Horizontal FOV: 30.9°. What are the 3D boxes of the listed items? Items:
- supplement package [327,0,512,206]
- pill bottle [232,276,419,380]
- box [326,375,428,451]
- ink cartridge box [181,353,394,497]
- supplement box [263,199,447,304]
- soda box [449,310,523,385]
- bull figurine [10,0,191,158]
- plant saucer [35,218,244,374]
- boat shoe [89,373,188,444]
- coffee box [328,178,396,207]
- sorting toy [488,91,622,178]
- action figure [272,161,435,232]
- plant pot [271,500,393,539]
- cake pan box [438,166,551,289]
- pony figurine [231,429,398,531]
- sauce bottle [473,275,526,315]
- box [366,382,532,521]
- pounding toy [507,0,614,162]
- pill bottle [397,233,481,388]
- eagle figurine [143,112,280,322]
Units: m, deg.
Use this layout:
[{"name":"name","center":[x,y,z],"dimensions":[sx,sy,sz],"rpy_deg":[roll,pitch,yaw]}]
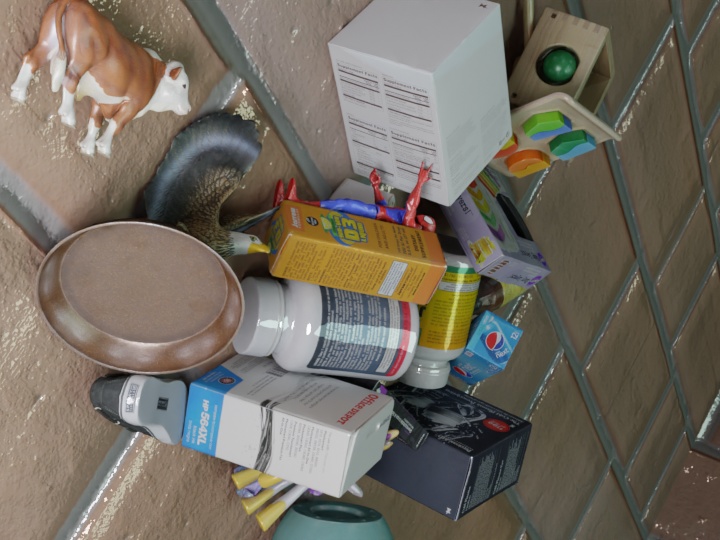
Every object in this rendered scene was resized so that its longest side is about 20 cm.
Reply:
[{"name":"supplement package","center":[0.077,-0.217,1.576],"dimensions":[0.152,0.150,0.200],"rpy_deg":[-48,144,-31]},{"name":"pill bottle","center":[-0.043,0.062,1.522],"dimensions":[0.199,0.120,0.120],"rpy_deg":[8,103,-26]},{"name":"box","center":[-0.003,0.159,1.685],"dimensions":[0.036,0.143,0.200],"rpy_deg":[-54,148,-11]},{"name":"ink cartridge box","center":[-0.081,0.172,1.486],"dimensions":[0.146,0.199,0.085],"rpy_deg":[-28,132,-66]},{"name":"supplement box","center":[-0.006,-0.020,1.490],"dimensions":[0.199,0.067,0.069],"rpy_deg":[9,129,-21]},{"name":"soda box","center":[0.174,0.117,1.931],"dimensions":[0.068,0.064,0.200],"rpy_deg":[-61,-177,-14]},{"name":"bull figurine","center":[-0.232,-0.172,1.188],"dimensions":[0.200,0.065,0.122],"rpy_deg":[40,70,-58]},{"name":"plant saucer","center":[-0.211,0.020,1.256],"dimensions":[0.035,0.199,0.201],"rpy_deg":[-89,171,-47]},{"name":"boat shoe","center":[-0.231,0.141,1.388],"dimensions":[0.200,0.056,0.069],"rpy_deg":[62,37,-73]},{"name":"coffee box","center":[0.000,0.000,1.655],"dimensions":[0.114,0.080,0.200],"rpy_deg":[-49,144,-30]},{"name":"sorting toy","center":[0.241,-0.180,1.811],"dimensions":[0.185,0.199,0.037],"rpy_deg":[21,59,-53]},{"name":"action figure","center":[0.006,-0.095,1.530],"dimensions":[0.199,0.065,0.099],"rpy_deg":[16,87,-24]},{"name":"plant pot","center":[-0.039,0.399,1.739],"dimensions":[0.200,0.200,0.162],"rpy_deg":[2,94,-58]},{"name":"cake pan box","center":[0.175,-0.070,1.806],"dimensions":[0.052,0.185,0.200],"rpy_deg":[-33,158,21]},{"name":"pony figurine","center":[-0.060,0.239,1.629],"dimensions":[0.200,0.193,0.167],"rpy_deg":[-27,97,-14]},{"name":"sauce bottle","center":[0.199,0.031,2.011],"dimensions":[0.200,0.066,0.066],"rpy_deg":[-27,130,-51]},{"name":"box","center":[0.112,0.248,1.871],"dimensions":[0.182,0.200,0.104],"rpy_deg":[-17,124,-54]},{"name":"pounding toy","center":[0.275,-0.296,1.893],"dimensions":[0.185,0.142,0.200],"rpy_deg":[-63,160,-9]},{"name":"pill bottle","center":[0.101,0.058,1.823],"dimensions":[0.113,0.113,0.201],"rpy_deg":[-13,119,-55]},{"name":"eagle figurine","center":[-0.162,-0.046,1.354],"dimensions":[0.152,0.151,0.200],"rpy_deg":[-42,-155,37]}]
